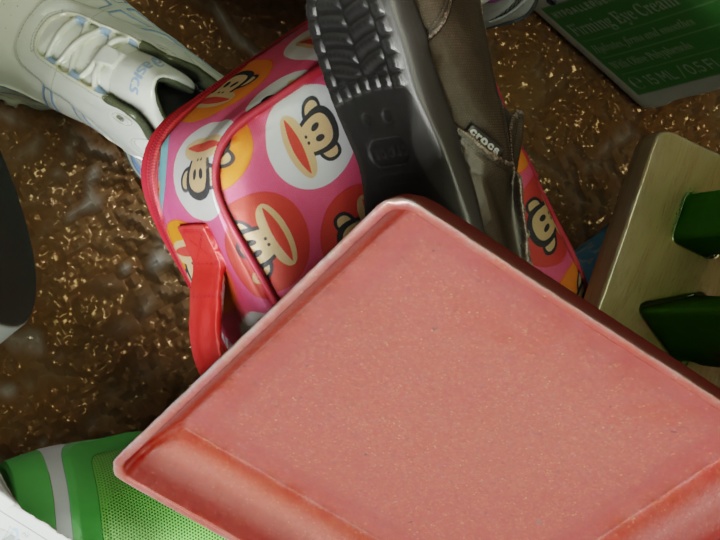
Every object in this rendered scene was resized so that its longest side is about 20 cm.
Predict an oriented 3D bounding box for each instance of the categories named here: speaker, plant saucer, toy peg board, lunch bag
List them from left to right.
[{"bbox_3d":[-0.063,0.118,0.808,0.200,0.088,0.089,-1,89,-21],"label":"speaker"},{"bbox_3d":[0.000,0.000,0.752,0.176,0.082,0.200,-39,114,-30],"label":"lunch bag"},{"bbox_3d":[0.037,0.066,0.672,0.200,0.200,0.037,32,41,-17],"label":"plant saucer"},{"bbox_3d":[0.196,0.065,0.766,0.199,0.098,0.200,23,82,-18],"label":"toy peg board"}]

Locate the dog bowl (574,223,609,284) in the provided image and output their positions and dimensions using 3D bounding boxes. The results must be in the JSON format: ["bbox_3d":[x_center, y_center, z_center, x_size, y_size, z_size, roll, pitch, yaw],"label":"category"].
[{"bbox_3d":[0.139,0.078,0.860,0.050,0.111,0.200,-23,97,-6],"label":"dog bowl"}]

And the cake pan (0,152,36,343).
[{"bbox_3d":[-0.188,-0.048,0.705,0.037,0.200,0.200,-24,98,6],"label":"cake pan"}]

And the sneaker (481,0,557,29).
[{"bbox_3d":[-0.001,-0.150,0.838,0.140,0.200,0.078,16,93,-64],"label":"sneaker"}]

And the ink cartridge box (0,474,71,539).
[{"bbox_3d":[-0.214,0.107,0.730,0.162,0.050,0.200,-39,120,23],"label":"ink cartridge box"}]

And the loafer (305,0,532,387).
[{"bbox_3d":[0.043,-0.036,0.690,0.071,0.073,0.200,-25,110,-33],"label":"loafer"}]

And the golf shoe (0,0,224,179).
[{"bbox_3d":[-0.114,-0.096,0.788,0.200,0.097,0.078,31,80,-16],"label":"golf shoe"}]

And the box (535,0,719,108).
[{"bbox_3d":[0.178,-0.212,0.846,0.171,0.199,0.200,39,76,-15],"label":"box"}]
